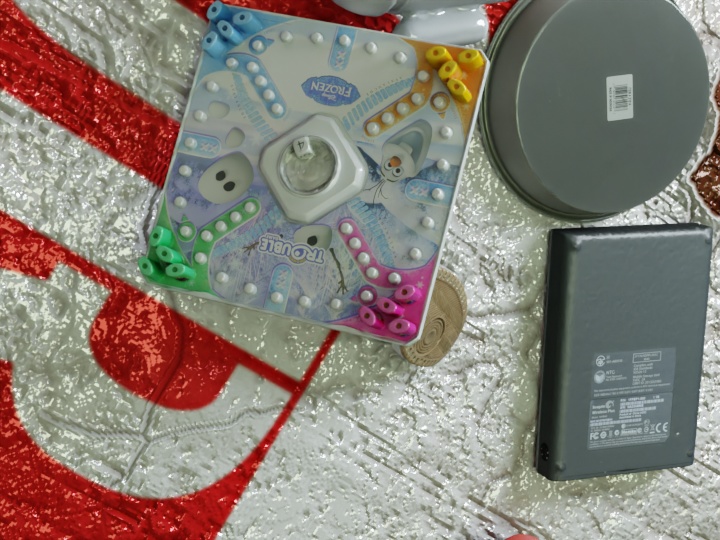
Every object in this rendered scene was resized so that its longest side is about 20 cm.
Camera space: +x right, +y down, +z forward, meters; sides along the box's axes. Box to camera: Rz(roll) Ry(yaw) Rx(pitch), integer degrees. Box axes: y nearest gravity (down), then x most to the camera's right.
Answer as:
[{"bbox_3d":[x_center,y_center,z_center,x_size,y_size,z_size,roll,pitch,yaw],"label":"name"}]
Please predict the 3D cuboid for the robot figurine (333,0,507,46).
[{"bbox_3d":[0.045,-0.235,1.069,0.199,0.113,0.170,-11,94,-21],"label":"robot figurine"}]

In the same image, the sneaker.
[{"bbox_3d":[0.000,0.000,1.139,0.070,0.108,0.200,-56,146,-5],"label":"sneaker"}]

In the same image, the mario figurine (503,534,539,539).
[{"bbox_3d":[0.095,0.296,1.253,0.123,0.106,0.201,-1,118,-60],"label":"mario figurine"}]

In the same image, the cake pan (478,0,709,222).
[{"bbox_3d":[0.186,-0.132,1.198,0.199,0.037,0.201,-5,104,-23],"label":"cake pan"}]

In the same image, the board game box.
[{"bbox_3d":[-0.034,-0.069,1.032,0.199,0.026,0.201,13,83,16],"label":"board game box"}]

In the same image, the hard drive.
[{"bbox_3d":[0.213,0.063,1.257,0.139,0.033,0.201,-3,104,-23],"label":"hard drive"}]
